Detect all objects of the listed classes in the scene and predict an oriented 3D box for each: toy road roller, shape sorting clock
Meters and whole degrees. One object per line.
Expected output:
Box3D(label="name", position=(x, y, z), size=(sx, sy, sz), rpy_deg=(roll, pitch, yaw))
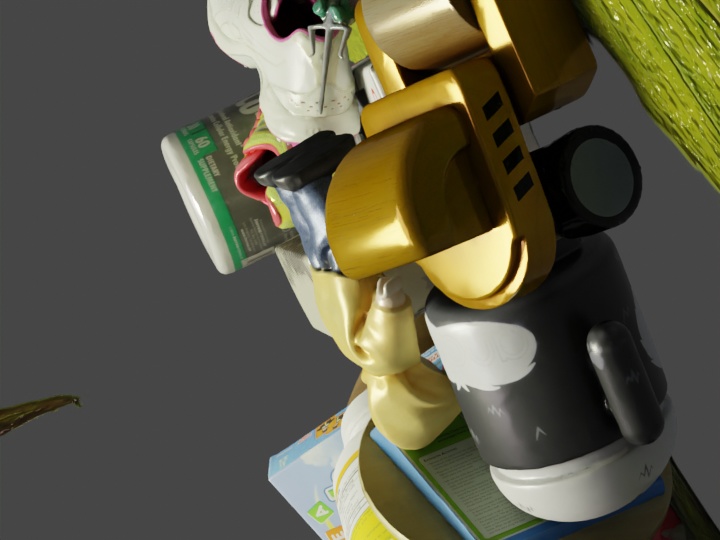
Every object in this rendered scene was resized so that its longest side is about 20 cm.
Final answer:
Box3D(label="toy road roller", position=(0.044, -0.077, 1.371), size=(0.123, 0.145, 0.201), rpy_deg=(-18, 94, 55))
Box3D(label="shape sorting clock", position=(0.097, 0.126, 1.621), size=(0.200, 0.199, 0.039), rpy_deg=(-120, 27, -42))

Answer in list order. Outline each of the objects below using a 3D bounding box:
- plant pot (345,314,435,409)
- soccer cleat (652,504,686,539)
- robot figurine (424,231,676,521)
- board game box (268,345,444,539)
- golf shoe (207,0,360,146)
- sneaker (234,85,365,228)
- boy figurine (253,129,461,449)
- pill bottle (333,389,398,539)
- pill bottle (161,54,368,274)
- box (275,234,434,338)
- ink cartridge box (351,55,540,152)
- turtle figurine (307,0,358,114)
Box3D(label="plant pot", position=(0.073, 0.098, 1.914), size=(0.200, 0.185, 0.187), rpy_deg=(-91, -20, -65))
Box3D(label="soccer cleat", position=(0.152, 0.122, 1.728), size=(0.201, 0.066, 0.077), rpy_deg=(59, 162, 14))
Box3D(label="robot figurine", position=(0.114, 0.051, 1.532), size=(0.150, 0.124, 0.201), rpy_deg=(-66, -44, -66))
Box3D(label="board game box", position=(0.059, 0.138, 1.803), size=(0.151, 0.199, 0.037), rpy_deg=(49, -162, -19))
Box3D(label="golf shoe", position=(-0.048, -0.165, 1.685), size=(0.200, 0.075, 0.092), rpy_deg=(-123, 28, -47))
Box3D(label="sneaker", position=(-0.049, -0.088, 1.757), size=(0.200, 0.090, 0.079), rpy_deg=(-120, 6, -64))
Box3D(label="boy figurine", position=(0.007, 0.017, 1.565), size=(0.201, 0.064, 0.124), rpy_deg=(62, 166, -12))
Box3D(label="pill bottle", position=(0.040, 0.163, 1.677), size=(0.201, 0.104, 0.105), rpy_deg=(-106, -3, -51))
Box3D(label="pill bottle", position=(-0.037, -0.087, 1.899), size=(0.114, 0.199, 0.113), rpy_deg=(63, 174, 13))
Box3D(label="box", position=(0.000, 0.000, 1.725), size=(0.069, 0.082, 0.200), rpy_deg=(64, 173, -5))
Box3D(label="ink cartridge box", position=(0.055, -0.082, 1.688), size=(0.147, 0.084, 0.200), rpy_deg=(66, 172, -5))
Box3D(label="turtle figurine", position=(0.033, -0.154, 1.531), size=(0.150, 0.100, 0.201), rpy_deg=(34, 136, 50))
